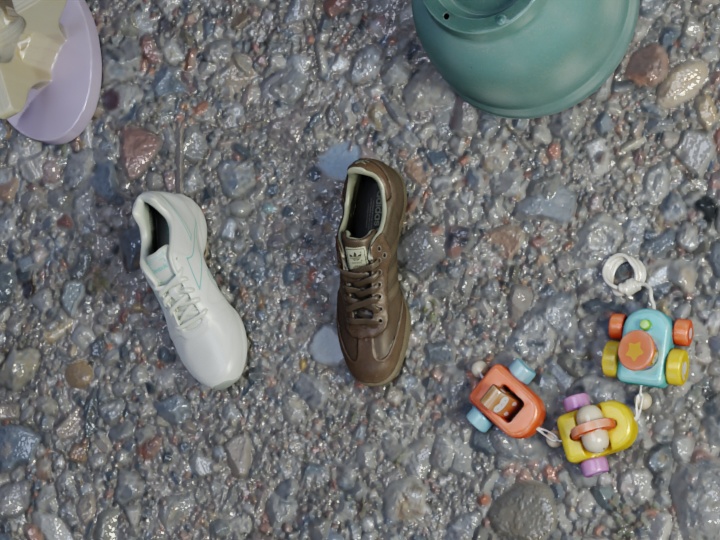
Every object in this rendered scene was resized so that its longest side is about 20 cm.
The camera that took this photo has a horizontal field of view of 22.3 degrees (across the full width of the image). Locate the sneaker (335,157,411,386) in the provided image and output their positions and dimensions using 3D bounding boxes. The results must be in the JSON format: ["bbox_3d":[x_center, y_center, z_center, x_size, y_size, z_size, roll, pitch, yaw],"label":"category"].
[{"bbox_3d":[0.000,0.000,1.611,0.070,0.075,0.201,-4,79,23],"label":"sneaker"}]

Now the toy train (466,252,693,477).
[{"bbox_3d":[0.181,0.084,1.528,0.200,0.056,0.150,-46,67,11],"label":"toy train"}]

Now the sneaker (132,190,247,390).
[{"bbox_3d":[-0.166,0.017,1.682,0.070,0.080,0.201,-27,73,16],"label":"sneaker"}]

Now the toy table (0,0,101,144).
[{"bbox_3d":[-0.341,-0.226,1.781,0.184,0.117,0.201,-36,70,15],"label":"toy table"}]

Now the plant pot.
[{"bbox_3d":[0.126,-0.243,1.564,0.199,0.134,0.202,-4,79,23],"label":"plant pot"}]
